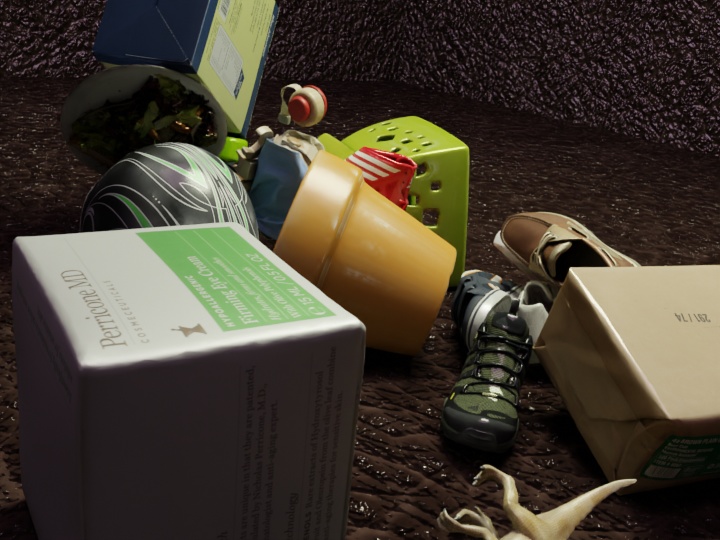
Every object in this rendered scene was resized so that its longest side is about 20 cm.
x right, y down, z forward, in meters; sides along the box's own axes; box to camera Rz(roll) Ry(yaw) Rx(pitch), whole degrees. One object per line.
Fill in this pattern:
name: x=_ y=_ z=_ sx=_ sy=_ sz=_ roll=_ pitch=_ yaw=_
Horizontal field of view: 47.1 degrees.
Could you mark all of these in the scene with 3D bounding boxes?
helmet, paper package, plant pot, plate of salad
helmet: x=-0.210 y=-0.044 z=0.952 sx=0.187 sy=0.206 sz=0.198 roll=-2 pitch=11 yaw=35
paper package: x=0.290 y=0.091 z=0.761 sx=0.195 sy=0.105 sz=0.193 roll=0 pitch=41 yaw=-22
plant pot: x=0.031 y=-0.093 z=1.154 sx=0.177 sy=0.204 sz=0.200 roll=-7 pitch=23 yaw=-18
plate of salad: x=-0.258 y=-0.162 z=0.993 sx=0.195 sy=0.202 sz=0.049 roll=1 pitch=53 yaw=-15
plant pot: x=0.000 y=0.000 z=0.904 sx=0.179 sy=0.204 sz=0.201 roll=23 pitch=19 yaw=-2

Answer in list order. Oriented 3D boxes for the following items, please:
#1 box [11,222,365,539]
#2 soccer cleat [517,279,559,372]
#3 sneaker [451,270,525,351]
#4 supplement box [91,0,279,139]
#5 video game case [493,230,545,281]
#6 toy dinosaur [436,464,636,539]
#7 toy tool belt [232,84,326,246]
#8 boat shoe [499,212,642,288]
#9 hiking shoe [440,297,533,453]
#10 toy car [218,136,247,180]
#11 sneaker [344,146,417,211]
box: x=-0.121 y=0.095 z=0.535 sx=0.168 sy=0.205 sz=0.198 roll=-7 pitch=24 yaw=-31
soccer cleat: x=0.220 y=0.043 z=0.961 sx=0.068 sy=0.089 sz=0.200 roll=-11 pitch=12 yaw=21
sneaker: x=0.138 y=0.048 z=0.958 sx=0.078 sy=0.080 sz=0.199 roll=19 pitch=11 yaw=21
supplement box: x=-0.210 y=-0.306 z=1.047 sx=0.131 sy=0.205 sz=0.200 roll=10 pitch=-13 yaw=13
video game case: x=0.280 y=0.025 z=1.018 sx=0.198 sy=0.023 sz=0.181 roll=26 pitch=-6 yaw=43
toy dinosaur: x=0.115 y=0.193 z=0.592 sx=0.100 sy=0.059 sz=0.198 roll=34 pitch=38 yaw=25
toy tool belt: x=-0.100 y=-0.124 z=1.045 sx=0.123 sy=0.204 sz=0.122 roll=24 pitch=30 yaw=22
boat shoe: x=0.224 y=-0.018 z=0.904 sx=0.071 sy=0.077 sz=0.199 roll=14 pitch=12 yaw=-43
hiking shoe: x=0.122 y=0.093 z=0.782 sx=0.074 sy=0.103 sz=0.200 roll=10 pitch=19 yaw=11
toy car: x=-0.212 y=-0.106 z=1.179 sx=0.154 sy=0.169 sz=0.200 roll=10 pitch=6 yaw=10
sneaker: x=0.047 y=-0.064 z=1.017 sx=0.200 sy=0.115 sz=0.079 roll=46 pitch=14 yaw=-17
